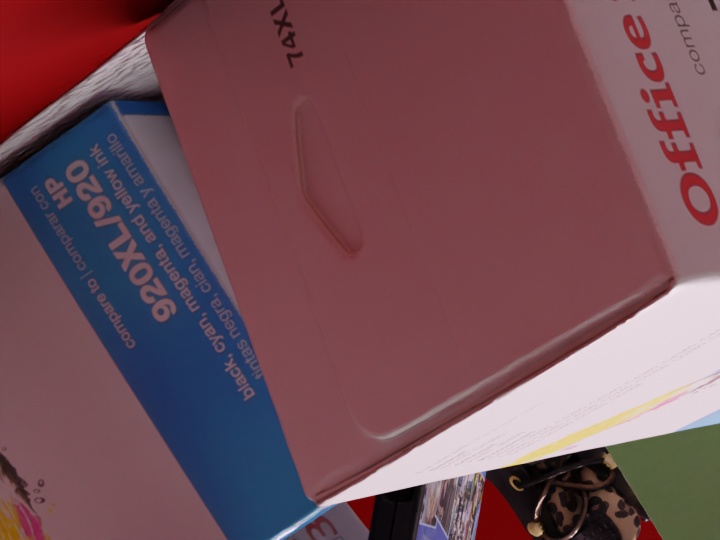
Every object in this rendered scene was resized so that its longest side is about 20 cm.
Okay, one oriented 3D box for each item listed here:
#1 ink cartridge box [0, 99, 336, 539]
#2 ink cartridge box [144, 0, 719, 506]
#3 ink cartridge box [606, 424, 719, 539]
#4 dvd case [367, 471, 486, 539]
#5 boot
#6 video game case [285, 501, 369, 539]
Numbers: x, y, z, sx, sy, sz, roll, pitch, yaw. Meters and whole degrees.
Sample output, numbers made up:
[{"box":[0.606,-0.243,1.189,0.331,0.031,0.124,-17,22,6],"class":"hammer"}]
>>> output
[{"box":[-0.106,0.056,0.802,0.199,0.145,0.147,-33,177,11],"class":"ink cartridge box"},{"box":[0.073,-0.038,0.664,0.199,0.148,0.146,-7,161,-45],"class":"ink cartridge box"},{"box":[0.134,0.006,0.924,0.145,0.201,0.048,-31,-176,12],"class":"ink cartridge box"},{"box":[0.031,0.042,0.813,0.017,0.201,0.143,8,169,12],"class":"dvd case"},{"box":[0.068,0.068,1.046,0.073,0.151,0.200,-40,-174,2],"class":"boot"},{"box":[-0.078,0.152,0.905,0.199,0.182,0.023,-28,142,-17],"class":"video game case"}]
